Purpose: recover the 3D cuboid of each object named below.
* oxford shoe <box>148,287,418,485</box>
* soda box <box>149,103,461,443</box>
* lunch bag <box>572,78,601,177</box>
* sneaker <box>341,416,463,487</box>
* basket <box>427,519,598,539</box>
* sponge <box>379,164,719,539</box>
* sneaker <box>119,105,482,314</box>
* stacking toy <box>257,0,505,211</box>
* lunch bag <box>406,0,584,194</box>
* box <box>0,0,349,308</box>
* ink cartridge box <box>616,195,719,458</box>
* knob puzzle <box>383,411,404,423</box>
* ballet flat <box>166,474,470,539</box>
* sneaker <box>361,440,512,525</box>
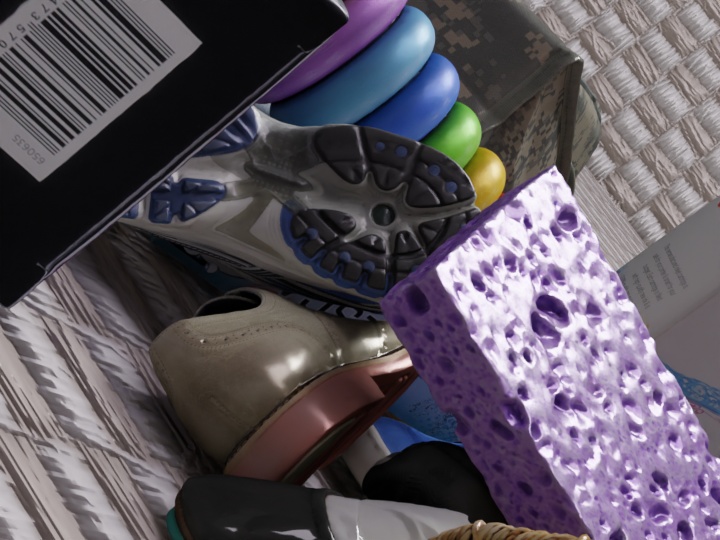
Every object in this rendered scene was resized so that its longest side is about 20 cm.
[{"bbox_3d":[-0.024,0.032,0.862,0.074,0.071,0.200,45,7,5],"label":"oxford shoe"},{"bbox_3d":[0.000,0.000,0.998,0.200,0.068,0.064,38,26,-32],"label":"soda box"},{"bbox_3d":[0.042,-0.094,1.400,0.168,0.139,0.200,36,4,14],"label":"lunch bag"},{"bbox_3d":[0.078,0.086,0.988,0.200,0.111,0.077,40,14,-47],"label":"sneaker"},{"bbox_3d":[0.082,0.156,0.658,0.200,0.149,0.143,46,11,-20],"label":"basket"},{"bbox_3d":[0.088,0.071,0.807,0.200,0.030,0.112,59,33,-4],"label":"sponge"},{"bbox_3d":[-0.056,-0.030,0.870,0.200,0.077,0.085,26,-18,1],"label":"sneaker"},{"bbox_3d":[0.025,-0.042,0.925,0.200,0.085,0.085,53,9,-15],"label":"stacking toy"},{"bbox_3d":[0.018,-0.079,1.128,0.164,0.117,0.200,48,-16,22],"label":"lunch bag"},{"bbox_3d":[-0.110,-0.111,0.756,0.104,0.148,0.200,44,13,-34],"label":"box"},{"bbox_3d":[0.171,0.049,1.276,0.088,0.200,0.145,49,10,-11],"label":"ink cartridge box"},{"bbox_3d":[0.008,0.028,1.124,0.220,0.030,0.220,49,10,-12],"label":"knob puzzle"},{"bbox_3d":[0.024,0.119,0.760,0.200,0.068,0.068,46,14,-27],"label":"ballet flat"},{"bbox_3d":[0.070,0.077,0.870,0.075,0.116,0.200,38,-10,23],"label":"sneaker"}]
